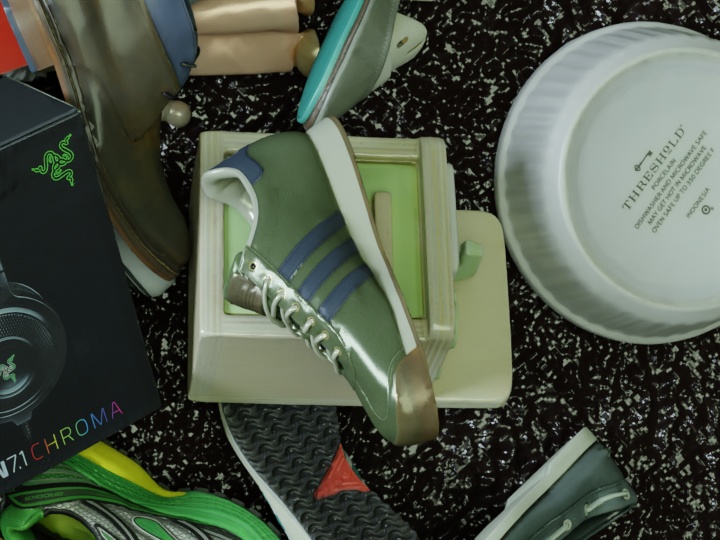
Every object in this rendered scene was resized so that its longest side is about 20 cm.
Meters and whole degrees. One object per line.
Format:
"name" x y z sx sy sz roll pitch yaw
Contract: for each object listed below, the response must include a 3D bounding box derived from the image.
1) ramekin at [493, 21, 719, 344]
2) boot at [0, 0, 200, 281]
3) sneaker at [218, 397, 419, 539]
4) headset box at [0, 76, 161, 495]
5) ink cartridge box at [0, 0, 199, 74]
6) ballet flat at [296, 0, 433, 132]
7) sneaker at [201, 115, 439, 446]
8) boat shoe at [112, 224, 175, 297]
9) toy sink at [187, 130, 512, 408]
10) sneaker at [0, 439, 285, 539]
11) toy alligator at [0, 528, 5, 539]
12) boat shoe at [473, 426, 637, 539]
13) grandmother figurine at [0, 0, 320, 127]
"ramekin" 0.187 -0.054 1.265 0.200 0.094 0.205 0 91 -9
"boot" -0.118 -0.095 1.153 0.096 0.075 0.201 -24 111 4
"sneaker" -0.030 0.138 1.248 0.070 0.094 0.200 -26 67 -23
"headset box" -0.220 0.012 1.110 0.173 0.093 0.202 -27 120 -27
"ink cartridge box" -0.171 -0.216 1.200 0.199 0.047 0.161 -22 76 -15
"ballet flat" 0.018 -0.163 1.228 0.063 0.067 0.202 21 65 -13
"sneaker" -0.028 0.013 1.104 0.089 0.067 0.202 -14 61 -10
"boat shoe" -0.198 -0.045 1.219 0.199 0.074 0.068 44 90 -5
"toy sink" 0.000 0.000 1.207 0.198 0.112 0.132 3 65 -8
"sneaker" -0.124 0.173 1.217 0.199 0.078 0.086 24 44 -3
"toy alligator" -0.233 0.168 1.219 0.199 0.059 0.055 33 44 -19
"boat shoe" 0.100 0.172 1.229 0.062 0.073 0.200 45 50 4
"grandmother figurine" -0.127 -0.148 1.236 0.198 0.061 0.123 -7 83 -11
